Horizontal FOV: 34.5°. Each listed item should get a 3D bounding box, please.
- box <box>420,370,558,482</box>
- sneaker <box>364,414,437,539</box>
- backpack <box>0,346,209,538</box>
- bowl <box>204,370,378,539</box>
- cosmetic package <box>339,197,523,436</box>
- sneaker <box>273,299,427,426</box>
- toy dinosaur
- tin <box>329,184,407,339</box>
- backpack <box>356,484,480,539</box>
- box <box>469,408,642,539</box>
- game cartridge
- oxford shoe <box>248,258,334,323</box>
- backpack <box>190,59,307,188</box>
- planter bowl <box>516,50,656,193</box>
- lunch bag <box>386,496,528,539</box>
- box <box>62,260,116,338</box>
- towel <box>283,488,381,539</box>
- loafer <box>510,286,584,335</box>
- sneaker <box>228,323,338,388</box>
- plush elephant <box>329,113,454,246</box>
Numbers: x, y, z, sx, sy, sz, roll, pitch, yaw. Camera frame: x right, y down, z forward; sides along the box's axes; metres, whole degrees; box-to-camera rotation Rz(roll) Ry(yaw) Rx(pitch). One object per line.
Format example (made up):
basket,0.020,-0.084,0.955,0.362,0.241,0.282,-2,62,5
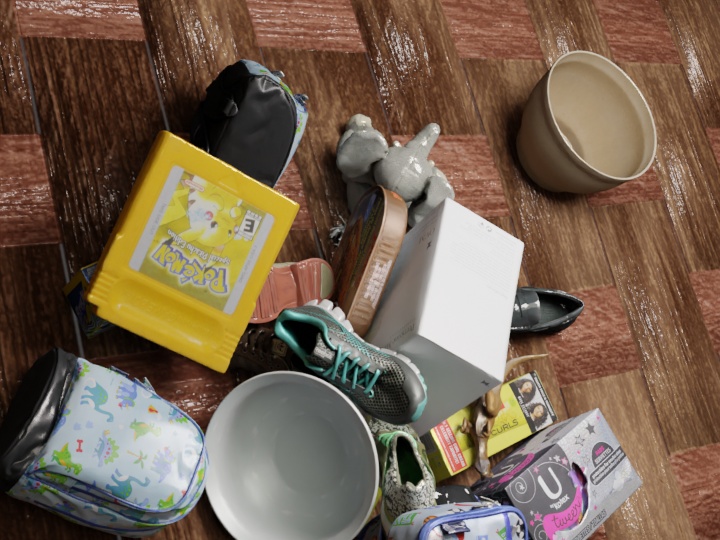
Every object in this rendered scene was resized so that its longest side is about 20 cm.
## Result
box,0.156,0.194,1.455,0.198,0.050,0.076,-18,79,-36
sneaker,0.047,0.200,1.243,0.075,0.090,0.201,-4,32,-12
backpack,-0.250,0.184,1.161,0.200,0.153,0.165,42,45,-25
bowl,-0.065,0.206,1.254,0.203,0.199,0.090,62,15,7
cosmetic package,0.078,0.063,1.362,0.122,0.199,0.202,27,50,-18
sneaker,-0.018,0.100,1.232,0.199,0.079,0.091,33,12,30
toy dinosaur,0.156,0.156,1.418,0.106,0.060,0.202,48,53,-35
tin,0.000,0.000,1.372,0.041,0.112,0.203,20,96,-18
backpack,0.084,0.342,1.277,0.197,0.154,0.194,-7,75,-33
box,0.224,0.273,1.410,0.199,0.132,0.116,-31,88,-38
game cartridge,-0.176,-0.017,1.221,0.175,0.032,0.203,27,83,-27
oxford shoe,-0.121,0.026,1.333,0.198,0.073,0.072,-1,86,-45
backpack,-0.134,-0.164,1.351,0.152,0.165,0.200,19,15,-31
planter bowl,0.309,-0.195,1.679,0.197,0.134,0.204,13,63,-27
lunch bag,0.105,0.326,1.146,0.158,0.075,0.204,2,84,-35
box,-0.225,0.001,1.290,0.198,0.070,0.065,-26,85,-38
towel,-0.017,0.254,1.342,0.086,0.018,0.201,43,52,-14
loafer,0.211,0.050,1.544,0.198,0.070,0.069,2,67,-32
sneaker,-0.108,0.086,1.322,0.198,0.075,0.071,29,56,-19
plush elephant,0.046,-0.123,1.464,0.164,0.155,0.201,39,53,-11
